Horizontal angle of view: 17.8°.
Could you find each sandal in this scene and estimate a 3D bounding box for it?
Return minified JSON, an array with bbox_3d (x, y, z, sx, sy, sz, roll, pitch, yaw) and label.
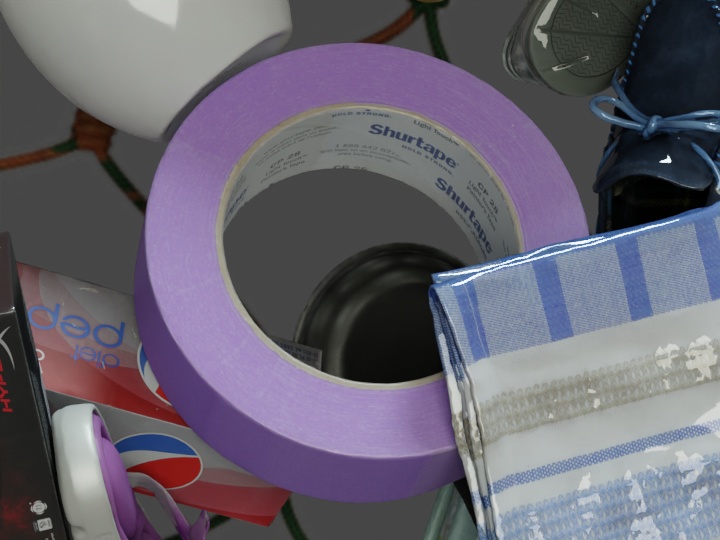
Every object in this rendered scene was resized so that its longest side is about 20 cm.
[{"bbox_3d":[-0.091,0.123,1.023,0.050,0.203,0.083,-13,62,3],"label":"sandal"}]

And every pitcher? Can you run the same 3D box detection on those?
[{"bbox_3d":[-0.106,-0.174,1.063,0.172,0.121,0.200,-38,85,-21],"label":"pitcher"}]

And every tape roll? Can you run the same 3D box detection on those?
[{"bbox_3d":[0.000,0.000,1.035,0.200,0.066,0.200,4,65,-9],"label":"tape roll"}]

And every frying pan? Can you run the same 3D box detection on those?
[{"bbox_3d":[0.049,0.065,1.085,0.190,0.031,0.115,36,100,22],"label":"frying pan"}]

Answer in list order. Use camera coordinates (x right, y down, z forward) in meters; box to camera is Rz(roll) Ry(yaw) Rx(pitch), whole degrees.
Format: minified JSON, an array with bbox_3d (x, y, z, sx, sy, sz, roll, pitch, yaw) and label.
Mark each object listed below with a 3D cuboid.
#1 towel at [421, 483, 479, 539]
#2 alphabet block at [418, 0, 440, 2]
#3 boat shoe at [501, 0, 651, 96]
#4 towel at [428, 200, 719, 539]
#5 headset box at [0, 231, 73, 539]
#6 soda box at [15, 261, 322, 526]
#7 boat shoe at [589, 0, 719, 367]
[{"bbox_3d":[0.127,0.112,1.130,0.171,0.048,0.200,19,88,-11],"label":"towel"},{"bbox_3d":[0.060,-0.257,1.036,0.196,0.200,0.195,-38,97,-6],"label":"alphabet block"},{"bbox_3d":[0.148,-0.166,1.122,0.074,0.065,0.202,44,83,-18],"label":"boat shoe"},{"bbox_3d":[0.115,0.083,0.982,0.147,0.024,0.200,-14,92,-15],"label":"towel"},{"bbox_3d":[-0.229,0.081,0.963,0.200,0.075,0.149,-10,118,-5],"label":"headset box"},{"bbox_3d":[-0.121,0.053,1.058,0.200,0.063,0.070,17,49,-14],"label":"soda box"},{"bbox_3d":[0.144,-0.037,1.036,0.084,0.069,0.200,-9,72,31],"label":"boat shoe"}]
